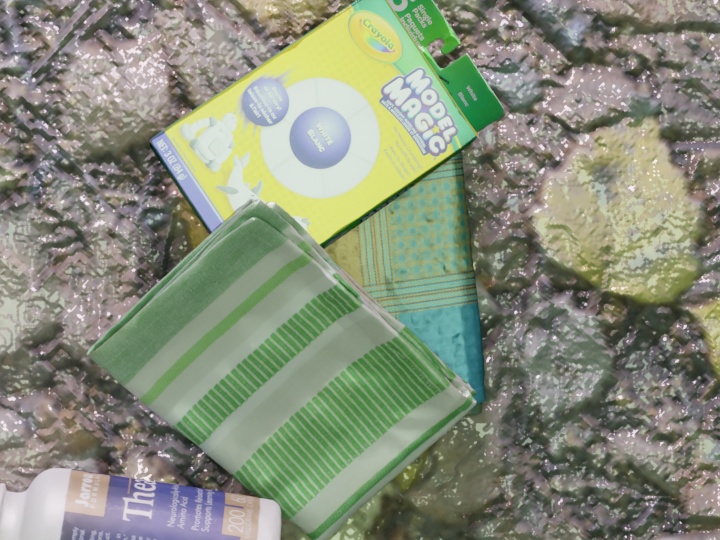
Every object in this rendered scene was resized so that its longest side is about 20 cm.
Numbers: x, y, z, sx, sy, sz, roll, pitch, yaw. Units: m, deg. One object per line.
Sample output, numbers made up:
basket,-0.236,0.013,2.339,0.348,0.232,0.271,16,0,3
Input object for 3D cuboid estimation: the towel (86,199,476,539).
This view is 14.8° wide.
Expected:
towel,-0.045,0.065,1.712,0.153,0.023,0.200,-43,112,13

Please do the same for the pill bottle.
pill bottle,-0.154,0.182,1.700,0.200,0.111,0.111,9,90,-5

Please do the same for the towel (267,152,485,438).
towel,0.000,0.000,1.756,0.146,0.022,0.200,-6,90,-4

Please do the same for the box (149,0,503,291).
box,-0.018,-0.088,1.722,0.200,0.048,0.117,-35,93,-5
